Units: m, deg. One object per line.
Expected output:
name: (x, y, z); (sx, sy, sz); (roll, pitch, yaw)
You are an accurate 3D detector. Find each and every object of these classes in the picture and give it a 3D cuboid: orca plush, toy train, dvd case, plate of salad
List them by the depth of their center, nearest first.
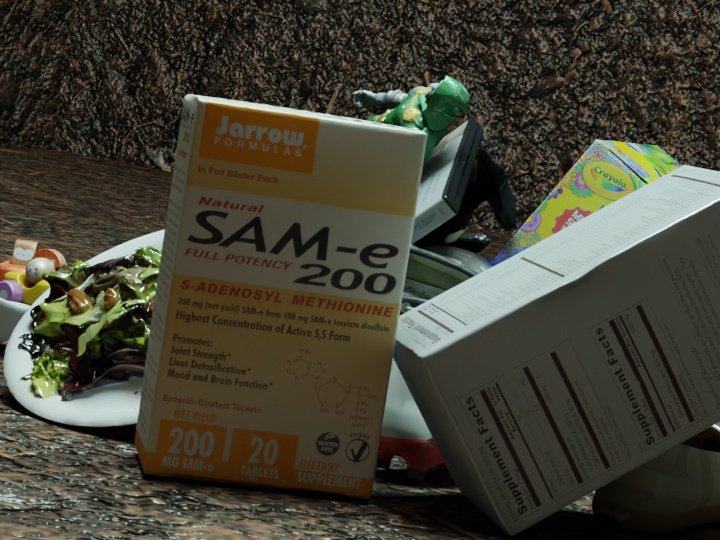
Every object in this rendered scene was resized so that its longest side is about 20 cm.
plate of salad: (-0.122, 0.022, 1.269); (0.200, 0.048, 0.200); (-12, 34, 8)
dvd case: (-0.004, -0.023, 1.463); (0.200, 0.018, 0.143); (-34, 16, 24)
orca plush: (0.048, -0.030, 1.559); (0.105, 0.071, 0.200); (48, -22, -23)
toy train: (-0.221, 0.007, 1.729); (0.200, 0.056, 0.150); (9, 5, 8)

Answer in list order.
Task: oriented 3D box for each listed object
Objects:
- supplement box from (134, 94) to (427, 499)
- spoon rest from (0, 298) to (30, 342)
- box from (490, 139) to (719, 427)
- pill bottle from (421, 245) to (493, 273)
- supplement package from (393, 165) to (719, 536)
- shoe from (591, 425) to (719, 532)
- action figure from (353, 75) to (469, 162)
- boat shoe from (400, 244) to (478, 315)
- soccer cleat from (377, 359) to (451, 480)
supplement box: (-0.044, 0.013, 1.135); (0.126, 0.200, 0.074); (7, 5, -10)
spoon rest: (-0.278, 0.025, 1.404); (0.099, 0.061, 0.200); (9, 6, 5)
box: (0.229, 0.014, 1.545); (0.200, 0.122, 0.193); (44, 15, 14)
pill bottle: (0.053, 0.041, 1.475); (0.114, 0.114, 0.200); (9, 6, 7)
supplement package: (0.129, 0.039, 1.141); (0.200, 0.110, 0.114); (-28, 11, -6)
shoe: (0.201, 0.115, 1.233); (0.070, 0.053, 0.200); (12, 6, 33)
action figure: (0.009, -0.088, 1.477); (0.055, 0.118, 0.200); (41, -40, -19)
boat shoe: (0.000, 0.000, 1.321); (0.200, 0.060, 0.076); (21, 43, 20)
soccer cleat: (0.082, 0.079, 1.261); (0.200, 0.085, 0.069); (4, 7, -43)
